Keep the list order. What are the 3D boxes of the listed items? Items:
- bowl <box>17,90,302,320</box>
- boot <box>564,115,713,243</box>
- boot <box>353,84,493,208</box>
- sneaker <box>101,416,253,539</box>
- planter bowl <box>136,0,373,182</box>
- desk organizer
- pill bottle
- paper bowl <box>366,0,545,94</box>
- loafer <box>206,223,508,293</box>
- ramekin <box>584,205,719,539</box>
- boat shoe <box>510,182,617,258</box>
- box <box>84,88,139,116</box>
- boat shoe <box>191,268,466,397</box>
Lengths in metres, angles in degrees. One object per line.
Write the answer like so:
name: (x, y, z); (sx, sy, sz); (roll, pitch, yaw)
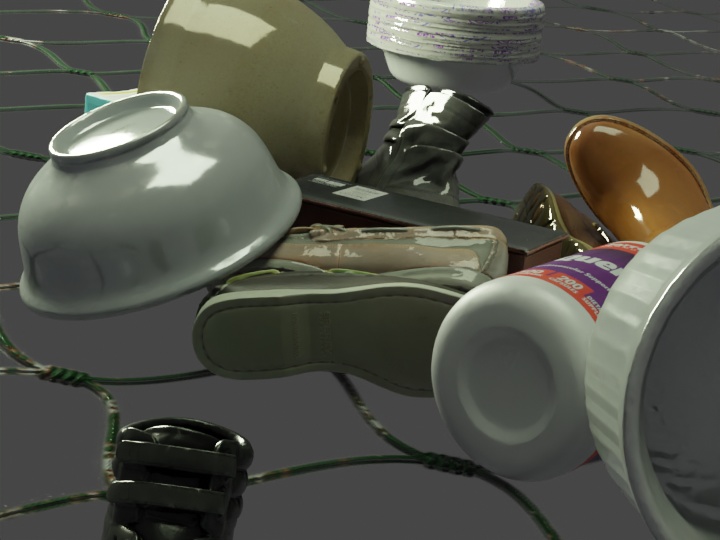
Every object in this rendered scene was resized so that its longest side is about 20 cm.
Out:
bowl: (-0.144, -0.056, 1.282); (0.199, 0.091, 0.202); (-16, 24, 7)
boot: (0.200, -0.015, 1.310); (0.076, 0.201, 0.155); (-34, -1, 17)
boot: (0.060, -0.070, 1.450); (0.070, 0.132, 0.199); (34, -3, -39)
sneaker: (-0.085, 0.122, 0.800); (0.070, 0.100, 0.200); (8, 17, -1)
planter bowl: (-0.069, -0.115, 1.458); (0.133, 0.202, 0.200); (13, 17, 14)
desk organizer: (0.033, -0.004, 1.330); (0.198, 0.078, 0.072); (14, 17, 26)
pill bottle: (0.134, 0.046, 1.134); (0.112, 0.114, 0.199); (17, 19, 32)
paper bowl: (0.105, -0.261, 2.219); (0.198, 0.105, 0.201); (6, 16, -2)
loafer: (0.000, 0.000, 1.265); (0.198, 0.072, 0.063); (3, 53, 19)
ramekin: (0.208, 0.059, 0.978); (0.198, 0.203, 0.098); (3, 8, -14)
boat shoe: (0.152, -0.002, 1.409); (0.067, 0.072, 0.200); (23, 15, -17)
box: (-0.143, -0.112, 1.688); (0.199, 0.050, 0.082); (20, 20, 38)
boat shoe: (-0.001, 0.032, 1.201); (0.199, 0.072, 0.061); (4, 20, -1)
